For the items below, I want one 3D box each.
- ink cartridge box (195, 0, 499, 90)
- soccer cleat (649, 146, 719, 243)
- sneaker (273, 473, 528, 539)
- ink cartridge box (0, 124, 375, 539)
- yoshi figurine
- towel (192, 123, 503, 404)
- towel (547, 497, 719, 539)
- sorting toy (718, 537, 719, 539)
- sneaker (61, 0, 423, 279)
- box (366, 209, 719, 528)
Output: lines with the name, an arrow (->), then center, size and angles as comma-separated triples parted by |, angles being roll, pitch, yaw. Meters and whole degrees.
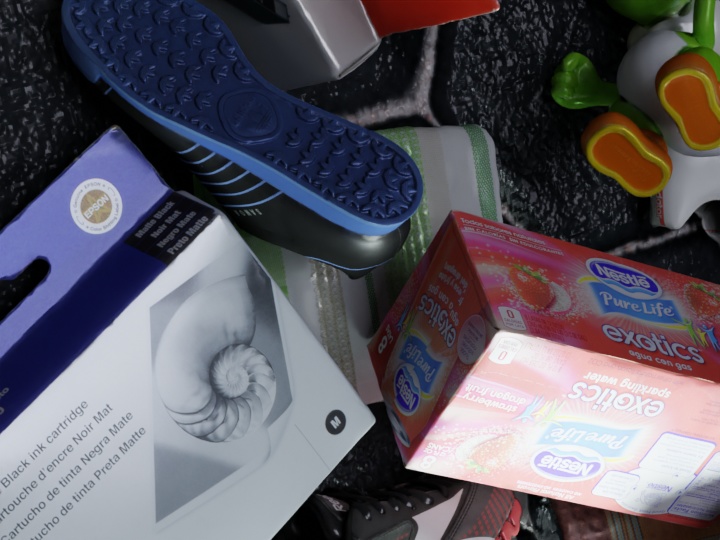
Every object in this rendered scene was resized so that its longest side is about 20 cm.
ink cartridge box -> -0.046, -0.183, 0.836 | 0.044, 0.173, 0.200 | -42, 113, -33
soccer cleat -> 0.263, -0.055, 1.160 | 0.200, 0.069, 0.085 | 6, 92, -36
sneaker -> 0.012, 0.143, 0.930 | 0.200, 0.071, 0.098 | -36, 112, -34
ink cartridge box -> -0.113, 0.068, 0.835 | 0.200, 0.041, 0.200 | -48, 116, -21
yoshi figurine -> 0.173, -0.140, 1.055 | 0.200, 0.112, 0.112 | -70, 166, -54
towel -> 0.000, 0.000, 0.963 | 0.200, 0.031, 0.150 | -9, 91, -37
towel -> 0.203, 0.103, 1.035 | 0.199, 0.022, 0.147 | -14, 76, -7
sorting toy -> 0.273, 0.161, 0.983 | 0.200, 0.036, 0.185 | -50, 127, -4
sneaker -> -0.065, -0.064, 0.867 | 0.200, 0.078, 0.070 | 35, 59, 4
box -> 0.118, 0.056, 0.930 | 0.200, 0.103, 0.095 | 14, 35, -26
